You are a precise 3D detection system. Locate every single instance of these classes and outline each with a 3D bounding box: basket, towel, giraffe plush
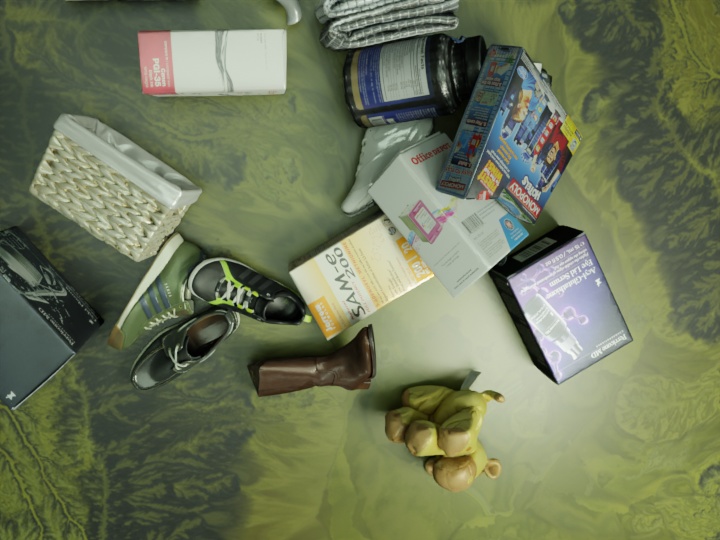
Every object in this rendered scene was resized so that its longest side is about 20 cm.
[{"bbox_3d":[-0.349,-0.116,1.076,0.198,0.136,0.125,32,97,-4],"label":"basket"},{"bbox_3d":[0.037,-0.367,1.076,0.196,0.166,0.087,-13,104,-3],"label":"towel"},{"bbox_3d":[0.148,0.281,1.221,0.198,0.171,0.165,-26,116,-37],"label":"giraffe plush"}]

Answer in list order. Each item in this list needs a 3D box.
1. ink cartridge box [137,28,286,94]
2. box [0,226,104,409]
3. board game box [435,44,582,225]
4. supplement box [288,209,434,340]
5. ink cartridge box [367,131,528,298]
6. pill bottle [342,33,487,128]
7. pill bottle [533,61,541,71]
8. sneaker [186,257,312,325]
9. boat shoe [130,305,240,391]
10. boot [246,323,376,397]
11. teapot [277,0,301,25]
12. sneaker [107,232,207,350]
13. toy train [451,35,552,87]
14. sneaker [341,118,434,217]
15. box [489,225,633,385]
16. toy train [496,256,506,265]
[{"bbox_3d":[-0.203,-0.292,1.067,0.196,0.147,0.085,-3,101,-6],"label":"ink cartridge box"},{"bbox_3d":[-0.490,0.059,1.064,0.123,0.197,0.201,-40,102,1],"label":"box"},{"bbox_3d":[0.196,-0.161,1.029,0.199,0.061,0.202,38,81,-41],"label":"board game box"},{"bbox_3d":[0.000,0.000,1.178,0.198,0.074,0.127,-31,101,-1],"label":"supplement box"},{"bbox_3d":[0.126,-0.084,1.075,0.201,0.144,0.085,52,130,5],"label":"ink cartridge box"},{"bbox_3d":[0.082,-0.272,1.074,0.196,0.112,0.114,-5,101,19],"label":"pill bottle"},{"bbox_3d":[0.215,-0.213,1.135,0.110,0.113,0.204,3,109,-7],"label":"pill bottle"},{"bbox_3d":[-0.162,0.035,1.137,0.197,0.083,0.073,18,96,-27],"label":"sneaker"},{"bbox_3d":[-0.277,0.121,1.168,0.198,0.068,0.072,-35,103,1],"label":"boat shoe"},{"bbox_3d":[-0.077,0.142,1.155,0.196,0.188,0.065,0,55,-6],"label":"boot"},{"bbox_3d":[-0.087,-0.493,1.051,0.145,0.199,0.201,11,59,-44],"label":"teapot"},{"bbox_3d":[-0.299,0.050,1.151,0.089,0.067,0.202,32,91,-6],"label":"sneaker"},{"bbox_3d":[0.209,-0.321,1.171,0.196,0.034,0.047,17,94,-10],"label":"toy train"},{"bbox_3d":[0.030,-0.172,1.164,0.087,0.075,0.201,37,87,0],"label":"sneaker"},{"bbox_3d":[0.320,0.054,1.212,0.146,0.104,0.202,-30,101,-2],"label":"box"},{"bbox_3d":[0.154,-0.045,1.163,0.197,0.057,0.042,13,130,-34],"label":"toy train"}]
